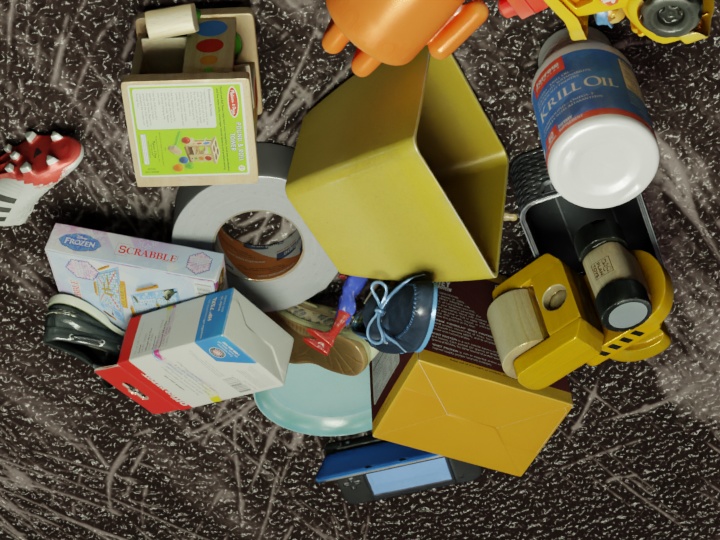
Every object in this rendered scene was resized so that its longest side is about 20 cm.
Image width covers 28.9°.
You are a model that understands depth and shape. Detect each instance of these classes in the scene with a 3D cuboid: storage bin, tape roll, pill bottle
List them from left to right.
[{"bbox_3d":[-0.116,-0.047,1.609,0.199,0.066,0.201,-1,129,-1],"label":"tape roll"},{"bbox_3d":[0.235,-0.165,1.437,0.112,0.200,0.113,-2,130,-2],"label":"pill bottle"},{"bbox_3d":[0.265,-0.048,1.608,0.135,0.094,0.200,-18,129,12],"label":"storage bin"}]

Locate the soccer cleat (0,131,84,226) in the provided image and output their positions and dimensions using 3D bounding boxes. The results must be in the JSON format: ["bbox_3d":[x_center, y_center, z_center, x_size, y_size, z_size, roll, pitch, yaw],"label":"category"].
[{"bbox_3d":[-0.383,-0.093,1.563,0.199,0.069,0.085,-21,137,19],"label":"soccer cleat"}]

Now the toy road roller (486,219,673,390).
[{"bbox_3d":[0.257,0.055,1.560,0.200,0.123,0.146,-33,135,22],"label":"toy road roller"}]

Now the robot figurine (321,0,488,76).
[{"bbox_3d":[0.045,-0.284,1.385,0.116,0.144,0.200,-5,145,-52],"label":"robot figurine"}]

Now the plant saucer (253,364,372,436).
[{"bbox_3d":[-0.037,0.146,1.783,0.199,0.027,0.200,-2,141,-1],"label":"plant saucer"}]

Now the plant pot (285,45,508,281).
[{"bbox_3d":[0.035,-0.104,1.498,0.176,0.200,0.200,-16,130,25],"label":"plant pot"}]

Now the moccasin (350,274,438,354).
[{"bbox_3d":[0.032,0.057,1.502,0.068,0.081,0.200,13,160,-9],"label":"moccasin"}]

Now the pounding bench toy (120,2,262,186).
[{"bbox_3d":[-0.169,-0.212,1.409,0.124,0.156,0.200,-2,130,0],"label":"pounding bench toy"}]

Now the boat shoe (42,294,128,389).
[{"bbox_3d":[-0.292,0.105,1.647,0.074,0.066,0.199,-16,136,39],"label":"boat shoe"}]

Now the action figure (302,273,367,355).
[{"bbox_3d":[0.000,0.000,1.594,0.052,0.200,0.065,33,160,8],"label":"action figure"}]

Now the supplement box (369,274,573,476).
[{"bbox_3d":[0.125,0.107,1.660,0.197,0.200,0.133,17,128,-16],"label":"supplement box"}]

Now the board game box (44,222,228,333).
[{"bbox_3d":[-0.250,0.034,1.626,0.199,0.041,0.200,11,146,6],"label":"board game box"}]

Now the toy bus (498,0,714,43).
[{"bbox_3d":[0.230,-0.295,1.386,0.192,0.136,0.200,-24,131,33],"label":"toy bus"}]

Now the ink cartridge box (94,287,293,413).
[{"bbox_3d":[-0.191,0.096,1.593,0.200,0.067,0.116,-15,138,32],"label":"ink cartridge box"}]

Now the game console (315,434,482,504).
[{"bbox_3d":[0.055,0.272,1.851,0.199,0.119,0.171,-13,129,9],"label":"game console"}]

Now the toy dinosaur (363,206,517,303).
[{"bbox_3d":[0.087,-0.034,1.598,0.200,0.101,0.058,-30,82,16],"label":"toy dinosaur"}]

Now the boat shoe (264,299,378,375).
[{"bbox_3d":[-0.057,0.072,1.672,0.200,0.063,0.074,19,130,35],"label":"boat shoe"}]
